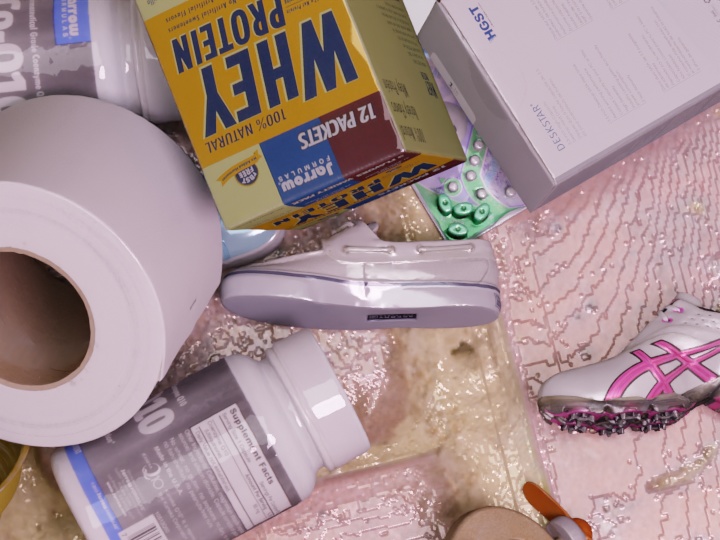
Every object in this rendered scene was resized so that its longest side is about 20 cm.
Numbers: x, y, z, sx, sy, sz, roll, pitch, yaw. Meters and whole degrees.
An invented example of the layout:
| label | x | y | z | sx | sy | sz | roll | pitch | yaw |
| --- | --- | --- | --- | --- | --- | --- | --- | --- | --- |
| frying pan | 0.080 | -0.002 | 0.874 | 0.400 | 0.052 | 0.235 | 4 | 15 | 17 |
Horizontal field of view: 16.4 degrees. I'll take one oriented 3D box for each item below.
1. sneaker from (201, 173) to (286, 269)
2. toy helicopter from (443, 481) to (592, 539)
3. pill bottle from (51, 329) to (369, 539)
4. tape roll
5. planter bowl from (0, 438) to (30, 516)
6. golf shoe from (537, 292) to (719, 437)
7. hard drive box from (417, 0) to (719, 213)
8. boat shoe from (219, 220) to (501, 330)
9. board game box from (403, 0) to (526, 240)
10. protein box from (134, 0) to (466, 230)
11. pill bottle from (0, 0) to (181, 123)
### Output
| label | x | y | z | sx | sy | sz | roll | pitch | yaw |
| --- | --- | --- | --- | --- | --- | --- | --- | --- | --- |
| sneaker | -0.152 | -0.044 | 1.772 | 0.200 | 0.082 | 0.074 | 5 | 82 | 1 |
| toy helicopter | 0.144 | 0.234 | 1.741 | 0.200 | 0.079 | 0.132 | 36 | 62 | -10 |
| pill bottle | -0.102 | 0.128 | 1.723 | 0.200 | 0.114 | 0.114 | -29 | 83 | -4 |
| tape roll | -0.208 | 0.000 | 1.690 | 0.202 | 0.139 | 0.203 | 7 | 120 | 12 |
| planter bowl | -0.313 | 0.169 | 1.718 | 0.200 | 0.200 | 0.084 | -16 | 120 | -2 |
| golf shoe | 0.217 | 0.065 | 1.765 | 0.200 | 0.073 | 0.092 | -8 | 75 | -11 |
| hard drive box | 0.168 | -0.161 | 1.759 | 0.200 | 0.077 | 0.156 | -29 | 83 | -16 |
| boat shoe | 0.000 | 0.000 | 1.776 | 0.200 | 0.071 | 0.070 | 0 | 70 | -1 |
| board game box | 0.101 | -0.150 | 1.816 | 0.200 | 0.026 | 0.200 | -30 | 83 | -5 |
| protein box | -0.043 | -0.144 | 1.710 | 0.135 | 0.199 | 0.200 | -23 | 85 | 13 |
| pill bottle | -0.224 | -0.144 | 1.771 | 0.200 | 0.114 | 0.114 | -7 | 82 | -1 |
